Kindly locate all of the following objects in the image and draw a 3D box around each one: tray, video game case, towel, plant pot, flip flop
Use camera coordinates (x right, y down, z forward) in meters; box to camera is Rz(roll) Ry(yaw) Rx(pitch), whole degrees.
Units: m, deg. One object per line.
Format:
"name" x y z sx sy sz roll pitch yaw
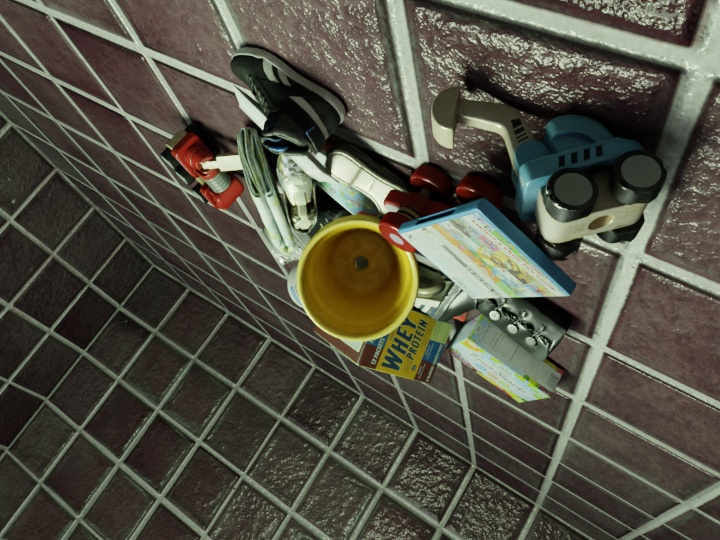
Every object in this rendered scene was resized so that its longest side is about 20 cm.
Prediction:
"tray" -0.119 -0.205 0.969 0.200 0.022 0.107 45 -173 11
"video game case" 0.137 -0.017 0.721 0.143 0.018 0.200 40 165 -14
"towel" -0.179 -0.147 1.163 0.201 0.047 0.173 76 176 -62
"plant pot" 0.000 0.000 1.070 0.200 0.202 0.189 36 -170 -4
"video game case" -0.039 -0.162 1.071 0.199 0.018 0.143 39 162 -11
"flip flop" 0.074 -0.002 1.189 0.198 0.081 0.058 19 140 38

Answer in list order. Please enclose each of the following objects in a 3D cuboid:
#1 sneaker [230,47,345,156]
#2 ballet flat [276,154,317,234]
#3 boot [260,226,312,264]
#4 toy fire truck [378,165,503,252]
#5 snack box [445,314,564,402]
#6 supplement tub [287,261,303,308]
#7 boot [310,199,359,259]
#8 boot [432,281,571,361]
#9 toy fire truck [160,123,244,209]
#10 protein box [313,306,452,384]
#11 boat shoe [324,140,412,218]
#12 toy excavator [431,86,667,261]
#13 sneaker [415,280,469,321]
"sneaker" -0.130 -0.237 0.886 0.198 0.113 0.073 31 162 15
"ballet flat" -0.105 -0.131 1.088 0.071 0.072 0.201 29 153 17
"boot" -0.133 -0.043 1.343 0.200 0.096 0.073 49 -161 18
"toy fire truck" 0.129 -0.049 0.890 0.198 0.113 0.168 21 159 40
"snack box" 0.290 0.184 1.270 0.199 0.068 0.169 34 163 1
"supplement tub" -0.091 0.024 1.459 0.131 0.133 0.200 38 161 -11
"boot" -0.066 -0.075 1.260 0.152 0.074 0.205 30 157 26
"boot" 0.237 0.085 1.062 0.198 0.066 0.166 32 143 4
"toy fire truck" -0.291 -0.207 1.293 0.199 0.129 0.177 34 166 39
"protein box" 0.045 0.121 1.302 0.196 0.137 0.199 20 -176 -33
"boat shoe" 0.033 -0.134 0.969 0.199 0.057 0.067 36 127 -15
"toy excavator" 0.185 -0.119 0.643 0.191 0.203 0.100 -14 152 3
"sneaker" 0.129 0.056 1.224 0.198 0.075 0.085 19 152 42
